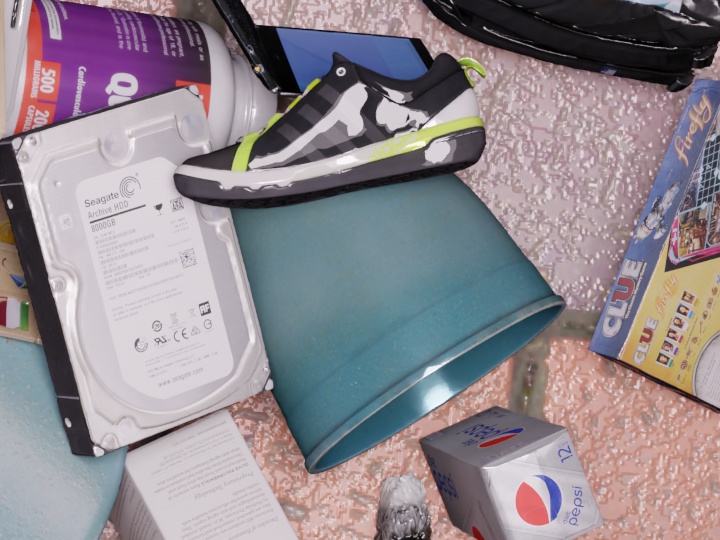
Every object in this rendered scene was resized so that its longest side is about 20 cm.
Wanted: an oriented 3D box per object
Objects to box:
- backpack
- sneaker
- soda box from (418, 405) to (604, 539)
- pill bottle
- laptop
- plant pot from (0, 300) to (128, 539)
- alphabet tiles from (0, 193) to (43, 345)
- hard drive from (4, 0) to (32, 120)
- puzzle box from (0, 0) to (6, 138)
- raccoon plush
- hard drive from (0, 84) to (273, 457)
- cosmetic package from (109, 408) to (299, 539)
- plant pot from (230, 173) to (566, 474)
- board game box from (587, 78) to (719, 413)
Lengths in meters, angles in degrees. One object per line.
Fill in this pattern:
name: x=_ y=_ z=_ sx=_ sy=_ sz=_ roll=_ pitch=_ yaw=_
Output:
backpack: x=0.135 y=-0.202 z=1.664 sx=0.198 sy=0.163 sz=0.155 roll=-1 pitch=82 yaw=-3
sneaker: x=-0.019 y=-0.089 z=1.523 sx=0.198 sy=0.072 sz=0.084 roll=-10 pitch=86 yaw=-1
soda box: x=0.096 y=0.137 z=1.627 sx=0.063 sy=0.200 sz=0.069 roll=-23 pitch=95 yaw=-9
pill bottle: x=-0.159 y=-0.113 z=1.615 sx=0.199 sy=0.112 sz=0.113 roll=6 pitch=89 yaw=-24
laptop: x=-0.038 y=-0.184 z=1.602 sx=0.103 sy=0.177 sz=0.201 roll=-30 pitch=110 yaw=3
plant pot: x=-0.258 y=0.133 z=1.580 sx=0.196 sy=0.196 sz=0.200 roll=42 pitch=68 yaw=-7
alphabet tiles: x=-0.221 y=-0.035 z=1.597 sx=0.166 sy=0.008 sz=0.201 roll=13 pitch=46 yaw=-19
hard drive: x=-0.265 y=-0.163 z=1.569 sx=0.027 sy=0.199 sz=0.133 roll=10 pitch=89 yaw=-36
puzzle box: x=-0.267 y=-0.074 z=1.489 sx=0.025 sy=0.200 sz=0.134 roll=18 pitch=45 yaw=-28
raccoon plush: x=0.080 y=0.242 z=1.685 sx=0.133 sy=0.097 sz=0.202 roll=5 pitch=89 yaw=-17
hard drive: x=-0.138 y=-0.001 z=1.536 sx=0.139 sy=0.038 sz=0.202 roll=-19 pitch=99 yaw=-34
cosmetic package: x=-0.081 y=0.207 z=1.605 sx=0.084 sy=0.108 sz=0.201 roll=-24 pitch=71 yaw=-22
plant pot: x=0.000 y=0.000 z=1.624 sx=0.199 sy=0.200 sz=0.189 roll=-32 pitch=81 yaw=-8
board game box: x=0.247 y=-0.013 z=1.707 sx=0.135 sy=0.035 sz=0.201 roll=26 pitch=85 yaw=-36
